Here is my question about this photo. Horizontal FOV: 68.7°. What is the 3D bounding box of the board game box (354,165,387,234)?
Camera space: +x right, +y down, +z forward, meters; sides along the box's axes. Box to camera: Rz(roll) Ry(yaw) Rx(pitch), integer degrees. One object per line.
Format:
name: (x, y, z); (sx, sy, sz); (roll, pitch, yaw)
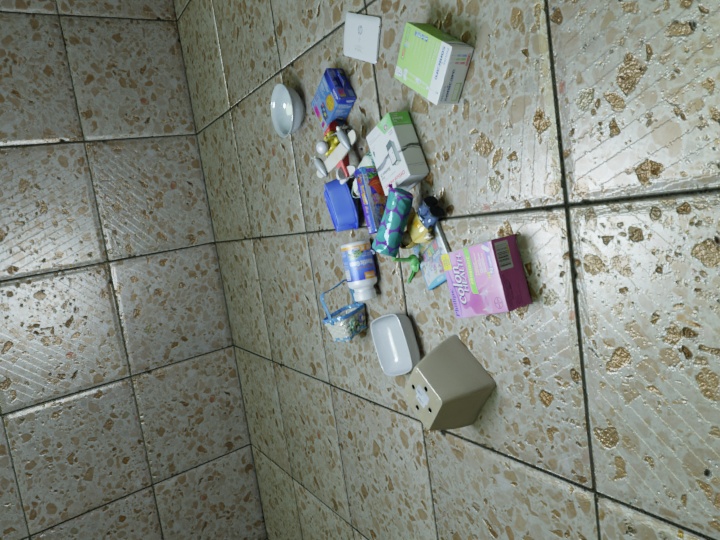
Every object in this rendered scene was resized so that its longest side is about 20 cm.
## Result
board game box: (0.067, -0.229, 1.672); (0.044, 0.131, 0.207); (-17, 87, 57)

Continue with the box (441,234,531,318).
box: (0.325, 0.019, 1.381); (0.198, 0.094, 0.182); (-16, 87, 59)

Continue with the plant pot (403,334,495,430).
plant pot: (0.242, 0.349, 1.554); (0.201, 0.173, 0.204); (51, 140, 35)

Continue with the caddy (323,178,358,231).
caddy: (-0.061, -0.240, 1.906); (0.142, 0.102, 0.206); (112, 140, -76)

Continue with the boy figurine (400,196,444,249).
boy figurine: (0.170, -0.137, 1.574); (0.127, 0.063, 0.200); (62, 143, 18)

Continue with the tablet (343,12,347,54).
tablet: (0.002, -0.755, 1.707); (0.199, 0.013, 0.134); (38, 131, 46)

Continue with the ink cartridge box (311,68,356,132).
ink cartridge box: (-0.091, -0.607, 1.851); (0.201, 0.074, 0.140); (-50, 59, 50)

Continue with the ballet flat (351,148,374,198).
ballet flat: (0.015, -0.325, 1.783); (0.075, 0.072, 0.204); (52, 140, 34)

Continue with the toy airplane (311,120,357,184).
toy airplane: (-0.089, -0.398, 1.802); (0.198, 0.138, 0.206); (38, 116, 51)

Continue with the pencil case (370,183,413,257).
pencil case: (0.094, -0.144, 1.571); (0.091, 0.084, 0.206); (31, 113, 34)

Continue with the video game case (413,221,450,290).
video game case: (0.215, -0.059, 1.602); (0.143, 0.017, 0.206); (-38, 68, 55)

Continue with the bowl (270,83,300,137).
bowl: (-0.282, -0.646, 2.126); (0.199, 0.088, 0.208); (28, 124, 52)

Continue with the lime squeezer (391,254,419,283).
lime squeezer: (0.156, -0.011, 1.645); (0.038, 0.071, 0.200); (45, 178, 28)

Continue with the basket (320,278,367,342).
basket: (-0.063, 0.152, 1.986); (0.137, 0.175, 0.205); (-18, 99, 43)

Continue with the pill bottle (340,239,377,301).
pill bottle: (0.000, 0.000, 1.879); (0.111, 0.109, 0.207); (-9, 94, 58)

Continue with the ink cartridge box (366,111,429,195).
ink cartridge box: (0.111, -0.353, 1.605); (0.145, 0.082, 0.206); (-33, 73, 56)

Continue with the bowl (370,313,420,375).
bowl: (0.126, 0.248, 1.798); (0.199, 0.073, 0.206); (-27, 78, 57)

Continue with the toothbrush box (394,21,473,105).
toothbrush box: (0.190, -0.554, 1.408); (0.201, 0.084, 0.149); (49, 138, 39)
